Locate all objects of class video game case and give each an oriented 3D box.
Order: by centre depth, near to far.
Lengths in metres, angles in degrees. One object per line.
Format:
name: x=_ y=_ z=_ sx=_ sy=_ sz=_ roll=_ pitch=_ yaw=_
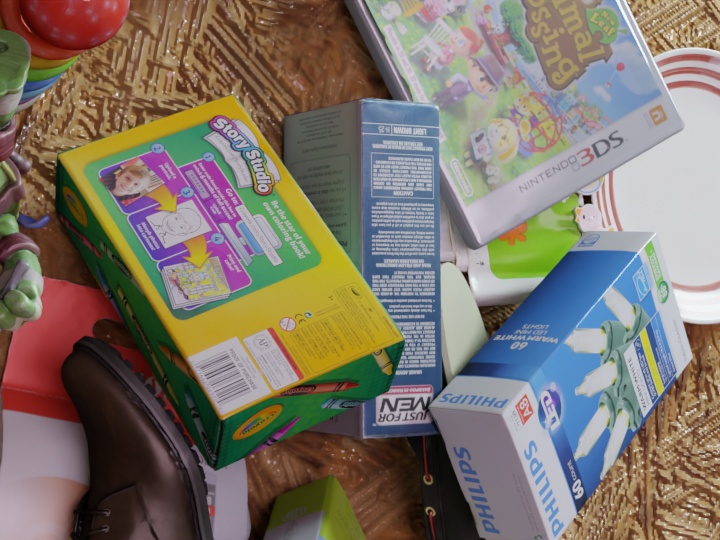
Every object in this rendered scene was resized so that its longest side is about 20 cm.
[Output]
video game case: x=0.104 y=-0.144 z=1.041 sx=0.182 sy=0.022 sz=0.201 roll=-29 pitch=97 yaw=-19

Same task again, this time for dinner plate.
dinner plate: x=0.244 y=-0.061 z=1.139 sx=0.199 sy=0.024 sz=0.201 roll=0 pitch=89 yaw=-28

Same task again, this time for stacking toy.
stacking toy: x=-0.176 y=-0.133 z=0.823 sx=0.085 sy=0.200 sz=0.086 roll=1 pitch=88 yaw=-27

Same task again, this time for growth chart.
growth chart: x=0.100 y=-0.071 z=1.057 sx=0.144 sy=0.018 sz=0.201 roll=-13 pitch=91 yaw=-19

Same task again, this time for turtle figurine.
turtle figurine: x=-0.231 y=-0.027 z=0.793 sx=0.200 sy=0.194 sz=0.144 roll=-27 pitch=57 yaw=-33

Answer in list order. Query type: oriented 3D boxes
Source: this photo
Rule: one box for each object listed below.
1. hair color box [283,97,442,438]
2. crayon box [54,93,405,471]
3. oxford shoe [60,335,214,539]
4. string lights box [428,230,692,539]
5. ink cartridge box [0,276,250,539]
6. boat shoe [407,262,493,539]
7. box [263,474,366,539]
hair color box: x=0.000 y=0.000 z=0.968 sx=0.060 sy=0.100 sz=0.201 roll=1 pitch=88 yaw=-31
crayon box: x=-0.078 y=0.001 z=0.892 sx=0.118 sy=0.058 sz=0.200 roll=-22 pitch=62 yaw=-26
oxford shoe: x=-0.128 y=0.135 z=0.866 sx=0.084 sy=0.073 sz=0.201 roll=-23 pitch=94 yaw=-29
string lights box: x=0.132 y=0.070 z=0.989 sx=0.200 sy=0.059 sz=0.103 roll=-45 pitch=123 yaw=-39
ink cartridge box: x=-0.138 y=0.117 z=0.922 sx=0.162 sy=0.050 sz=0.201 roll=14 pitch=85 yaw=-27
boat shoe: x=0.056 y=0.096 z=1.003 sx=0.074 sy=0.063 sz=0.202 roll=-34 pitch=115 yaw=-60
box: x=-0.017 y=0.212 z=0.905 sx=0.047 sy=0.200 sz=0.122 roll=-23 pitch=101 yaw=9
